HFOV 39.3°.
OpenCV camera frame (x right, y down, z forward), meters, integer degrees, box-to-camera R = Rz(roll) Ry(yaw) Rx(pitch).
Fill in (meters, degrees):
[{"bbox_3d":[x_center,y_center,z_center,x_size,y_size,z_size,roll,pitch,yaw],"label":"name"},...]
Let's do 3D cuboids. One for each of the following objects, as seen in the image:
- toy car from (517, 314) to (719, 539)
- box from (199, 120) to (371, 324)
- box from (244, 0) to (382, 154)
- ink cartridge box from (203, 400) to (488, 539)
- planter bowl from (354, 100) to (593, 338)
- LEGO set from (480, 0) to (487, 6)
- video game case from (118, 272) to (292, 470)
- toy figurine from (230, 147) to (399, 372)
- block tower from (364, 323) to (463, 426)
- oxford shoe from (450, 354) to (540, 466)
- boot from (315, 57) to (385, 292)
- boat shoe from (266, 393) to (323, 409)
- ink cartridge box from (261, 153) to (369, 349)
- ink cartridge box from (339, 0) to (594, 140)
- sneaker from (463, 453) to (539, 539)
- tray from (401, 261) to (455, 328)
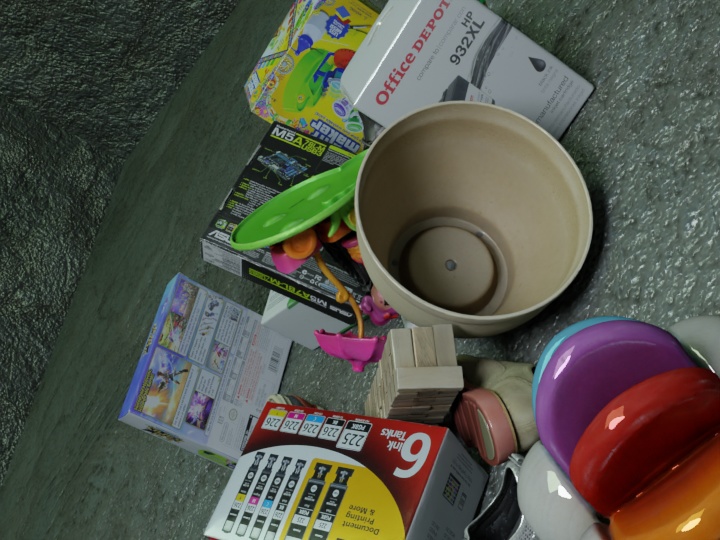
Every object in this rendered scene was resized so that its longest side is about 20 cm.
[{"bbox_3d":[0.160,0.097,0.555,0.175,0.150,0.200,-41,25,8],"label":"toy car"},{"bbox_3d":[-0.054,-0.059,1.155,0.048,0.198,0.194,101,-166,-56],"label":"box"},{"bbox_3d":[-0.020,-0.259,1.345,0.194,0.198,0.122,-55,23,16],"label":"box"},{"bbox_3d":[-0.021,0.212,0.824,0.198,0.084,0.177,1,55,38],"label":"ink cartridge box"},{"bbox_3d":[0.088,-0.025,0.879,0.135,0.197,0.202,101,-174,-64],"label":"planter bowl"},{"bbox_3d":[0.120,-0.212,1.151,0.152,0.117,0.201,-29,30,1],"label":"LEGO set"},{"bbox_3d":[-0.192,0.132,1.288,0.045,0.180,0.202,-33,35,50],"label":"video game case"},{"bbox_3d":[0.000,0.000,0.990,0.199,0.186,0.150,-34,20,-17],"label":"toy figurine"},{"bbox_3d":[0.041,0.106,0.858,0.200,0.053,0.059,106,161,-65],"label":"block tower"},{"bbox_3d":[0.114,0.105,0.822,0.074,0.071,0.200,-18,12,-6],"label":"oxford shoe"},{"bbox_3d":[0.003,-0.101,1.065,0.174,0.201,0.069,-43,19,-18],"label":"boot"},{"bbox_3d":[-0.073,0.200,1.080,0.072,0.062,0.201,-60,16,22],"label":"boat shoe"},{"bbox_3d":[-0.035,-0.024,1.256,0.146,0.082,0.202,-33,36,51],"label":"ink cartridge box"},{"bbox_3d":[0.101,-0.179,0.979,0.146,0.198,0.084,-55,22,14],"label":"ink cartridge box"},{"bbox_3d":[0.086,0.217,0.702,0.202,0.081,0.075,-63,22,-3],"label":"sneaker"},{"bbox_3d":[0.069,0.008,1.072,0.108,0.022,0.201,-53,23,19],"label":"tray"}]
